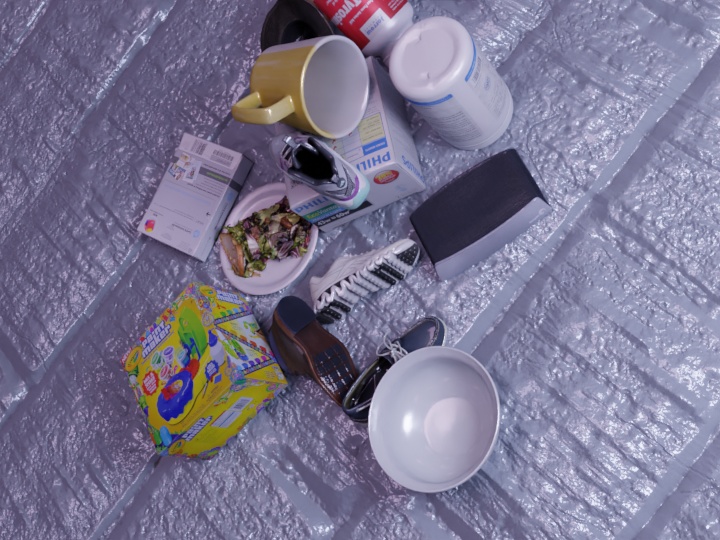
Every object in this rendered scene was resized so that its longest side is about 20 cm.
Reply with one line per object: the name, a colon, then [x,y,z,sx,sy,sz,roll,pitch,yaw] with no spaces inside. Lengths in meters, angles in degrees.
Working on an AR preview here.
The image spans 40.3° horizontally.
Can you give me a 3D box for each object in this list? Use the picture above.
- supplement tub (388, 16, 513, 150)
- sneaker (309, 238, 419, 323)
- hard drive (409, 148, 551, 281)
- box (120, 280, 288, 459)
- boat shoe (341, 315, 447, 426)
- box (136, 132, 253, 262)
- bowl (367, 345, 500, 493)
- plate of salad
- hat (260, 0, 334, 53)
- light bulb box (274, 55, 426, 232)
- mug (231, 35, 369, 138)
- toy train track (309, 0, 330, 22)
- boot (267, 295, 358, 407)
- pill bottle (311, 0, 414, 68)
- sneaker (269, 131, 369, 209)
supplement tub: [0.139,-0.278,1.476,0.131,0.200,0.133,-10,68,25]
sneaker: [0.000,0.000,1.536,0.199,0.075,0.082,-32,51,16]
hard drive: [0.174,-0.089,1.484,0.199,0.042,0.136,-34,60,15]
box: [-0.253,0.162,1.570,0.200,0.122,0.193,-45,56,20]
boat shoe: [0.048,0.142,1.456,0.200,0.062,0.075,-45,51,1]
box: [-0.298,-0.134,1.764,0.155,0.041,0.201,22,83,33]
bowl: [0.116,0.214,1.380,0.199,0.090,0.203,-9,69,26]
plate of salad: [-0.161,-0.058,1.657,0.198,0.048,0.202,-10,67,26]
hat: [-0.080,-0.378,1.689,0.200,0.081,0.203,23,124,40]
light bulb box: [-0.021,-0.200,1.583,0.197,0.125,0.202,-21,65,21]
mug: [-0.101,-0.284,1.485,0.152,0.186,0.151,13,96,40]
toy train track: [-0.034,-0.445,1.722,0.199,0.033,0.115,28,45,24]
boot: [-0.074,0.140,1.538,0.201,0.074,0.097,56,148,10]
pill bottle: [0.013,-0.426,1.603,0.200,0.112,0.112,44,98,-8]
sneaker: [-0.086,-0.172,1.450,0.199,0.140,0.078,30,90,32]
